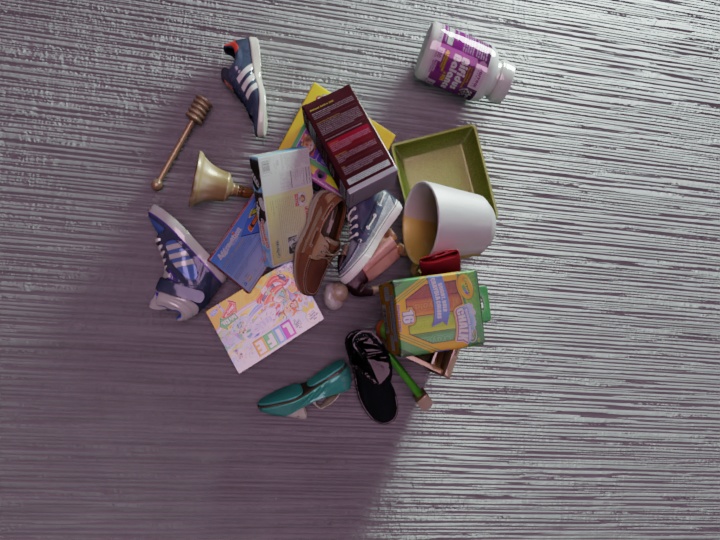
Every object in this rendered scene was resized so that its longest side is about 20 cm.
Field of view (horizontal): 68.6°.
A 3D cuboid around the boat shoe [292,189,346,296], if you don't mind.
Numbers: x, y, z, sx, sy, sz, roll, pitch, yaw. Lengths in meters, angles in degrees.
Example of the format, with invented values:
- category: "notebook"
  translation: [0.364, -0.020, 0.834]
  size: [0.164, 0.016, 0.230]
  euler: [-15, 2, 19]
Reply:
- category: "boat shoe"
  translation: [-0.075, -0.050, 1.008]
  size: [0.074, 0.070, 0.209]
  euler: [8, 96, -48]

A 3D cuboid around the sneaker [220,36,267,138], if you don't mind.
- category: "sneaker"
  translation: [-0.231, -0.358, 1.047]
  size: [0.081, 0.075, 0.208]
  euler: [-7, 78, -11]

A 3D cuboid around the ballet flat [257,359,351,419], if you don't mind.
- category: "ballet flat"
  translation: [-0.102, 0.249, 1.033]
  size: [0.194, 0.067, 0.073]
  euler: [-24, 104, -8]

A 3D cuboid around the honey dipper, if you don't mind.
- category: "honey dipper"
  translation: [-0.354, -0.247, 1.038]
  size: [0.037, 0.038, 0.205]
  euler: [27, 85, -6]

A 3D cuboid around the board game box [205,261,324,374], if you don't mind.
- category: "board game box"
  translation: [-0.186, 0.088, 1.042]
  size: [0.196, 0.034, 0.138]
  euler: [-32, 92, -10]

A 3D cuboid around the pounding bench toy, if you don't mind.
- category: "pounding bench toy"
  translation: [0.100, 0.151, 1.039]
  size: [0.151, 0.124, 0.207]
  euler: [23, 83, -7]

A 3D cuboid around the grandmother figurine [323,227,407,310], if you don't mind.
- category: "grandmother figurine"
  translation: [0.000, 0.000, 1.068]
  size: [0.199, 0.061, 0.122]
  euler: [-42, 85, -12]

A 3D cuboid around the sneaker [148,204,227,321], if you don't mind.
- category: "sneaker"
  translation: [-0.363, -0.003, 0.995]
  size: [0.200, 0.080, 0.147]
  euler: [46, 76, -9]

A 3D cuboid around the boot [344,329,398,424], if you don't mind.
- category: "boot"
  translation: [0.026, 0.209, 1.001]
  size: [0.074, 0.168, 0.207]
  euler: [-21, 90, -7]

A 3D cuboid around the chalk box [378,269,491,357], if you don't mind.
- category: "chalk box"
  translation: [0.142, 0.071, 0.925]
  size: [0.192, 0.124, 0.130]
  euler: [-8, 87, -9]

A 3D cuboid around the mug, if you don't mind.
- category: "mug"
  translation: [0.169, -0.082, 1.025]
  size: [0.147, 0.186, 0.156]
  euler: [0, 73, -22]

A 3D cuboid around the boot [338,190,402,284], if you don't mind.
- category: "boot"
  translation: [-0.004, -0.079, 1.016]
  size: [0.090, 0.072, 0.203]
  euler: [39, 67, -14]

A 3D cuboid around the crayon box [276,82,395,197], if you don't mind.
- category: "crayon box"
  translation: [-0.053, -0.246, 1.074]
  size: [0.196, 0.058, 0.177]
  euler: [30, 81, -7]

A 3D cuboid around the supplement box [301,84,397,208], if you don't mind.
- category: "supplement box"
  translation: [-0.022, -0.235, 0.994]
  size: [0.106, 0.061, 0.205]
  euler: [-25, 75, -10]

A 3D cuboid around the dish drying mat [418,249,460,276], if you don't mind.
- category: "dish drying mat"
  translation: [0.153, 0.002, 1.003]
  size: [0.074, 0.200, 0.019]
  euler: [-18, 73, 6]

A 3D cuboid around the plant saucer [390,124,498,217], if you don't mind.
- category: "plant saucer"
  translation: [0.172, -0.182, 1.112]
  size: [0.192, 0.048, 0.208]
  euler: [-15, 89, -9]

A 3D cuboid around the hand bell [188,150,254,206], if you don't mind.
- category: "hand bell"
  translation: [-0.230, -0.155, 1.039]
  size: [0.193, 0.103, 0.109]
  euler: [12, 84, -22]

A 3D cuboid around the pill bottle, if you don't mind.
- category: "pill bottle"
  translation: [0.218, -0.425, 1.103]
  size: [0.193, 0.112, 0.117]
  euler: [19, 84, -7]

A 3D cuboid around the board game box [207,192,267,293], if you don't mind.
- category: "board game box"
  translation: [-0.197, -0.071, 1.016]
  size: [0.103, 0.019, 0.204]
  euler: [41, 71, -29]

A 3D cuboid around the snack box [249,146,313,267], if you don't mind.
- category: "snack box"
  translation: [-0.141, -0.121, 1.002]
  size: [0.114, 0.036, 0.208]
  euler: [-20, 115, -38]
